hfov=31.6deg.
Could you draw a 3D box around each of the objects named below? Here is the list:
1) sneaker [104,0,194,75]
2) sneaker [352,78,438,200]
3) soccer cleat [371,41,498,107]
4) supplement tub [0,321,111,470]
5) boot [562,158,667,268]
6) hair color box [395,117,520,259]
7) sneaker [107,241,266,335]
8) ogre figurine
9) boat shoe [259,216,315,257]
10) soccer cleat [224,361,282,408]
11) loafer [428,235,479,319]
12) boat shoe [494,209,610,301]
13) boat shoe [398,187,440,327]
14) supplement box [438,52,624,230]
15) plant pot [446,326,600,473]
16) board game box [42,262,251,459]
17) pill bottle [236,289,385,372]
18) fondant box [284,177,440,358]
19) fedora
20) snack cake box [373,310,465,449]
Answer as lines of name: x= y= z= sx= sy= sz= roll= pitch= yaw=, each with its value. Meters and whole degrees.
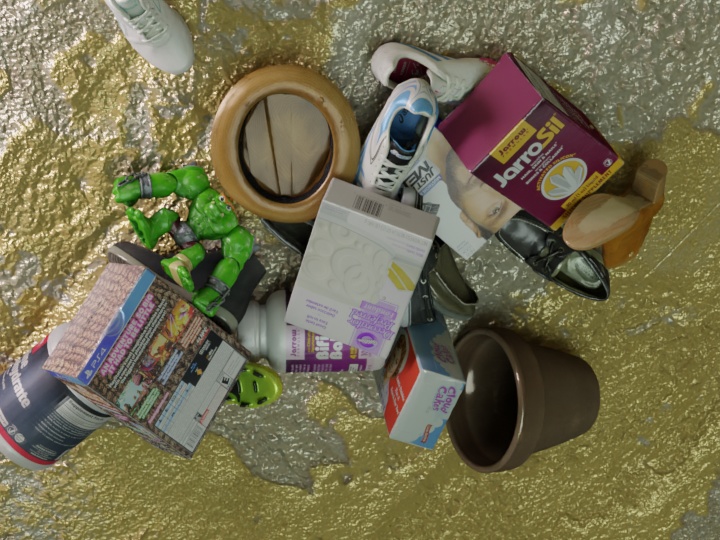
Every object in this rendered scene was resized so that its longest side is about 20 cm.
sneaker: x=-0.262 y=-0.306 z=1.491 sx=0.070 sy=0.080 sz=0.201 roll=-30 pitch=121 yaw=7
sneaker: x=0.038 y=-0.141 z=1.555 sx=0.071 sy=0.073 sz=0.201 roll=16 pitch=129 yaw=-10
soccer cleat: x=0.109 y=-0.231 z=1.583 sx=0.198 sy=0.087 sz=0.070 roll=9 pitch=118 yaw=-14
supplement tub: x=-0.396 y=0.159 z=1.702 sx=0.200 sy=0.141 sz=0.140 roll=-38 pitch=118 yaw=13
boot: x=0.332 y=-0.046 z=1.673 sx=0.201 sy=0.071 sz=0.145 roll=-37 pitch=150 yaw=-27
hair color box: x=0.105 y=-0.118 z=1.661 sx=0.200 sy=0.065 sz=0.109 roll=37 pitch=109 yaw=-26
sneaker: x=-0.229 y=-0.003 z=1.684 sx=0.199 sy=0.107 sz=0.075 roll=29 pitch=151 yaw=4
ogre figurine: x=-0.214 y=-0.055 z=1.616 sx=0.120 sy=0.200 sz=0.098 roll=-38 pitch=164 yaw=-23
boat shoe: x=-0.057 y=-0.034 z=1.676 sx=0.199 sy=0.071 sz=0.072 roll=30 pitch=123 yaw=-18
soccer cleat: x=-0.166 y=0.151 z=1.724 sx=0.199 sy=0.083 sz=0.065 roll=-11 pitch=94 yaw=44
loafer: x=0.097 y=-0.009 z=1.715 sx=0.070 sy=0.075 sz=0.200 roll=-40 pitch=117 yaw=20
boat shoe: x=0.267 y=-0.021 z=1.738 sx=0.200 sy=0.066 sz=0.072 roll=30 pitch=112 yaw=-22
boat shoe: x=0.073 y=-0.017 z=1.643 sx=0.056 sy=0.069 sz=0.201 roll=0 pitch=122 yaw=-1
supplement box: x=0.216 y=-0.158 z=1.598 sx=0.131 sy=0.104 sz=0.199 roll=-45 pitch=136 yaw=18
plant pot: x=0.238 y=0.182 z=1.796 sx=0.173 sy=0.201 sz=0.202 roll=2 pitch=121 yaw=-28
board game box: x=-0.265 y=0.114 z=1.601 sx=0.200 sy=0.096 sz=0.160 roll=43 pitch=67 yaw=-33
pill bottle: x=-0.068 y=0.081 z=1.720 sx=0.198 sy=0.113 sz=0.113 roll=-2 pitch=120 yaw=-5
fondant box: x=0.000 y=0.000 z=1.592 sx=0.143 sy=0.058 sz=0.201 roll=20 pitch=128 yaw=0
fedora: x=-0.092 y=-0.163 z=1.590 sx=0.199 sy=0.082 sz=0.202 roll=0 pitch=112 yaw=0
snack cake box: x=0.074 y=0.130 z=1.719 sx=0.067 sy=0.201 sz=0.116 roll=17 pitch=117 yaw=-18
